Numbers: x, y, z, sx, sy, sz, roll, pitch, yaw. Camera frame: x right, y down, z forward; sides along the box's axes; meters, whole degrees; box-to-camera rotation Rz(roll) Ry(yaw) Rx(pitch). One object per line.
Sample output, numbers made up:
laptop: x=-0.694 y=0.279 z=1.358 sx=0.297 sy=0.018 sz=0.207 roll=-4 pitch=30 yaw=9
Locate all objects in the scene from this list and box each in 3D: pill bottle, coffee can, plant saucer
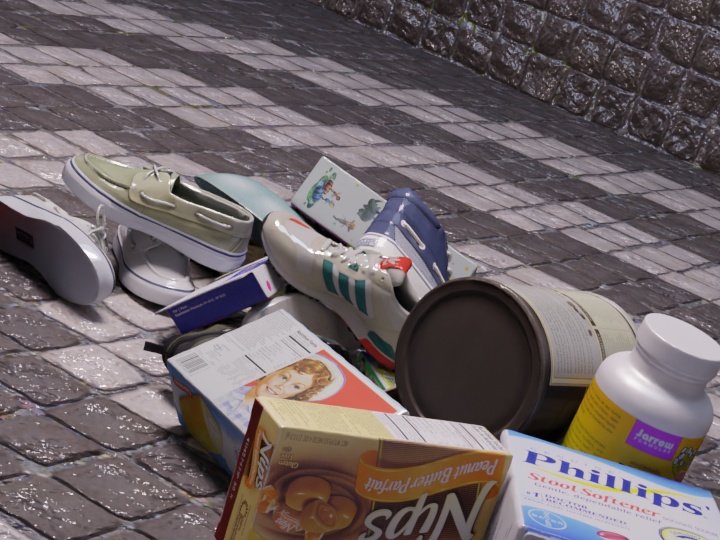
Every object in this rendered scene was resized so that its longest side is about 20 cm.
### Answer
pill bottle: x=0.224 y=0.140 z=1.570 sx=0.103 sy=0.202 sz=0.104 roll=21 pitch=20 yaw=-8
coffee can: x=0.143 y=0.085 z=1.649 sx=0.146 sy=0.148 sz=0.199 roll=28 pitch=12 yaw=33
plant saucer: x=-0.088 y=-0.047 z=2.006 sx=0.200 sy=0.039 sz=0.201 roll=39 pitch=-8 yaw=6

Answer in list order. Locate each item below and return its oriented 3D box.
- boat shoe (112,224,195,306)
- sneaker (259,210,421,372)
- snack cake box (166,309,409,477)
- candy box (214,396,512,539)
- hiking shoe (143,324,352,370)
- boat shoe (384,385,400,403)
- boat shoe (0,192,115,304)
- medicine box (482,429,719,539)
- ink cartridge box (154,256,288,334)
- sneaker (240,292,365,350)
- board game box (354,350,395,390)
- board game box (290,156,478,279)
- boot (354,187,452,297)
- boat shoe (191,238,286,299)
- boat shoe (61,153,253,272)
boat shoe: x=-0.207 y=-0.022 z=1.904 sx=0.073 sy=0.066 sz=0.200 roll=11 pitch=17 yaw=-27
sneaker: x=0.000 y=0.001 z=1.775 sx=0.200 sy=0.093 sz=0.070 roll=43 pitch=35 yaw=-5
snack cake box: x=-0.057 y=0.117 z=1.508 sx=0.114 sy=0.068 sz=0.200 roll=-22 pitch=33 yaw=-23
candy box: x=0.003 y=0.166 z=1.399 sx=0.198 sy=0.117 sz=0.055 roll=10 pitch=18 yaw=-29
hiking shoe: x=-0.092 y=0.076 z=1.675 sx=0.199 sy=0.076 sz=0.100 roll=12 pitch=10 yaw=-47
boat shoe: x=0.001 y=0.131 z=1.615 sx=0.071 sy=0.065 sz=0.199 roll=25 pitch=17 yaw=25
boat shoe: x=-0.274 y=-0.028 z=1.820 sx=0.086 sy=0.075 sz=0.201 roll=-16 pitch=27 yaw=-36
medicine box: x=0.181 y=0.223 z=1.437 sx=0.180 sy=0.104 sz=0.200 roll=17 pitch=16 yaw=-5
ink cartridge box: x=-0.119 y=0.020 z=1.806 sx=0.094 sy=0.037 sz=0.200 roll=-22 pitch=1 yaw=15
sneaker: x=-0.056 y=0.055 z=1.838 sx=0.088 sy=0.076 sz=0.199 roll=5 pitch=6 yaw=41
board game box: x=0.102 y=0.133 z=1.800 sx=0.198 sy=0.029 sz=0.135 roll=13 pitch=17 yaw=-21
board game box: x=0.026 y=-0.024 z=2.005 sx=0.199 sy=0.065 sz=0.148 roll=34 pitch=-7 yaw=8
boot: x=0.072 y=0.017 z=1.864 sx=0.072 sy=0.201 sz=0.091 roll=-2 pitch=43 yaw=40
boat shoe: x=-0.134 y=-0.027 z=2.012 sx=0.073 sy=0.064 sz=0.201 roll=9 pitch=18 yaw=-32
boat shoe: x=-0.194 y=-0.070 z=1.856 sx=0.198 sy=0.062 sz=0.072 roll=26 pitch=23 yaw=-1
